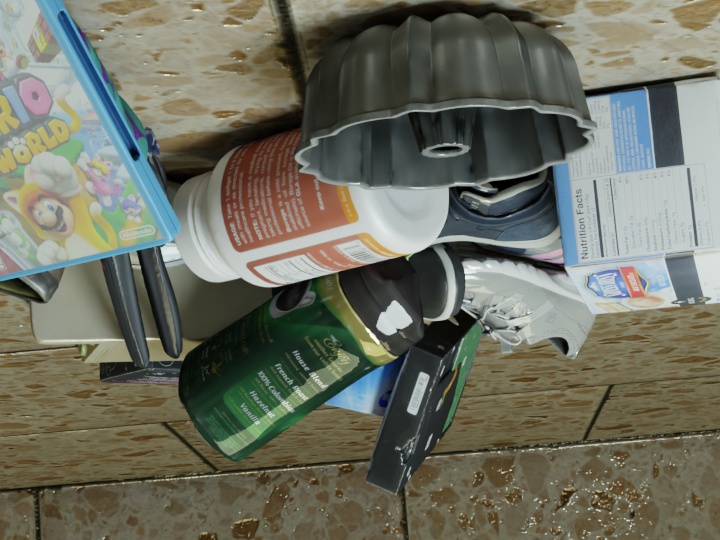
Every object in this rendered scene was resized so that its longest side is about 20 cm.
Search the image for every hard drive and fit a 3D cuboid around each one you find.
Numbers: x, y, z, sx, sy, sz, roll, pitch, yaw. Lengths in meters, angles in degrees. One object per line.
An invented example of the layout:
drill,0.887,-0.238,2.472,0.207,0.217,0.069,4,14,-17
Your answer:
hard drive,0.064,0.107,1.820,0.038,0.140,0.200,22,-160,12

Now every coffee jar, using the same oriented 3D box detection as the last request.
coffee jar,-0.042,0.058,1.548,0.200,0.085,0.104,-34,-160,15

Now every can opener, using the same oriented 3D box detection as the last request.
can opener,-0.172,-0.011,1.505,0.063,0.079,0.201,-6,123,-7

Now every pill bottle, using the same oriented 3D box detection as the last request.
pill bottle,-0.042,-0.051,1.484,0.199,0.113,0.112,-13,165,37

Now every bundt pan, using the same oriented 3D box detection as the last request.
bundt pan,0.052,-0.114,1.307,0.200,0.076,0.202,-5,168,-1

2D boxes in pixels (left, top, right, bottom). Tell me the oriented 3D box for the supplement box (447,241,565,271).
supplement box,0.101,-0.021,1.784,0.199,0.069,0.066,4,163,-25

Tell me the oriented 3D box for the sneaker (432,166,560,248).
sneaker,0.056,-0.066,1.541,0.201,0.077,0.146,-2,164,8

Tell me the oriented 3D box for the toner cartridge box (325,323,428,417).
toner cartridge box,-0.001,0.074,1.751,0.043,0.096,0.200,19,179,21

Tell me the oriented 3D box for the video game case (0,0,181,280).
video game case,-0.205,-0.089,1.134,0.142,0.201,0.018,-11,-151,30

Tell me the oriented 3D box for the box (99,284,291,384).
box,-0.128,0.035,1.800,0.199,0.133,0.115,3,169,-32

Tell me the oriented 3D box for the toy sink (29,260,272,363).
toy sink,-0.182,0.005,1.646,0.199,0.131,0.112,-2,168,-17

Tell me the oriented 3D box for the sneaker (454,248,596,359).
sneaker,0.126,0.031,1.716,0.199,0.083,0.075,12,-178,-27

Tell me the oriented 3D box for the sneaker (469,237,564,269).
sneaker,0.186,-0.039,1.718,0.199,0.071,0.082,2,170,-34

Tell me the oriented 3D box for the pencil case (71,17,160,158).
pencil case,-0.188,-0.097,1.251,0.085,0.093,0.200,-28,166,-1

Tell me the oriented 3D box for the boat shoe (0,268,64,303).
boat shoe,-0.314,-0.028,1.481,0.200,0.066,0.072,17,147,-12

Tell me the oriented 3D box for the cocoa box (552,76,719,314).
cocoa box,0.222,-0.051,1.522,0.130,0.134,0.200,-7,167,11

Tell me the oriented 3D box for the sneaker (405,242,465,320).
sneaker,0.000,0.000,1.650,0.083,0.072,0.199,-18,-153,-39

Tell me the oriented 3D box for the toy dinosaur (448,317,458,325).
toy dinosaur,0.056,0.000,1.852,0.100,0.059,0.200,-3,-167,7

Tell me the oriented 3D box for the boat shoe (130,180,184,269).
boat shoe,-0.196,-0.042,1.552,0.199,0.074,0.067,1,169,-21
